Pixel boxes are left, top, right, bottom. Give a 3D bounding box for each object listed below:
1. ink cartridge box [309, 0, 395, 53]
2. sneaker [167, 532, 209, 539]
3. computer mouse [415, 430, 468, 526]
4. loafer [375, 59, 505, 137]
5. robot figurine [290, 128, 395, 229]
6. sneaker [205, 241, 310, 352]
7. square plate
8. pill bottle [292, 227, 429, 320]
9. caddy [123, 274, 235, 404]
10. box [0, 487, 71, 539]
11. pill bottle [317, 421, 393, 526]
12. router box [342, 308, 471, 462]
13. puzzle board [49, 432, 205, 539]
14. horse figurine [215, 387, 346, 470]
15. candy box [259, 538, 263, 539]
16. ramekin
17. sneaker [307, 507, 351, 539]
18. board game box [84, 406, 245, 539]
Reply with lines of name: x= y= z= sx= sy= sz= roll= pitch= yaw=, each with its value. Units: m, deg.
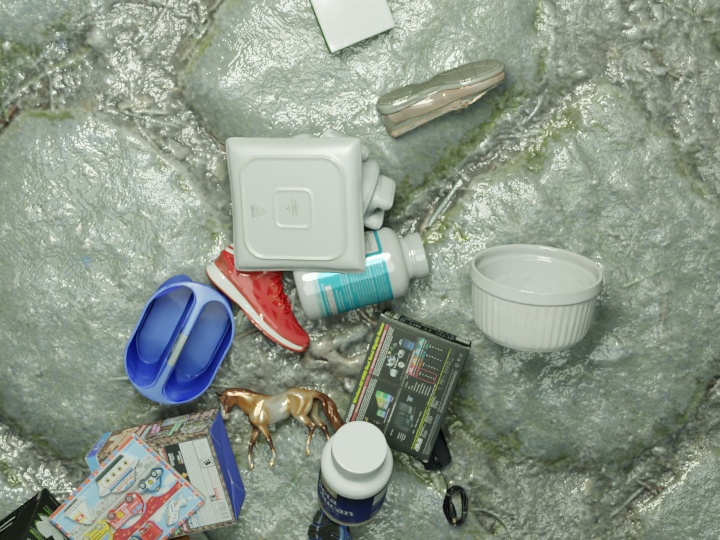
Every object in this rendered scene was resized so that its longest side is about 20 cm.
ink cartridge box: x=-0.033 y=-0.428 z=1.599 sx=0.103 sy=0.059 sz=0.201 roll=-22 pitch=103 yaw=0
sneaker: x=-0.237 y=0.494 z=1.763 sx=0.200 sy=0.085 sz=0.073 roll=43 pitch=101 yaw=-5
computer mouse: x=0.131 y=0.331 z=1.794 sx=0.058 sy=0.034 sz=0.201 roll=-23 pitch=104 yaw=0
loafer: x=0.124 y=-0.258 z=1.653 sx=0.199 sy=0.072 sz=0.063 roll=-17 pitch=120 yaw=6
robot figurine: x=-0.049 y=-0.131 z=1.636 sx=0.199 sy=0.113 sz=0.170 roll=22 pitch=124 yaw=-10
sneaker: x=-0.130 y=0.027 z=1.684 sx=0.200 sy=0.078 sz=0.116 roll=42 pitch=98 yaw=-13
square plate: x=-0.094 y=-0.090 z=1.575 sx=0.197 sy=0.028 sz=0.201 roll=1 pitch=109 yaw=9
pill bottle: x=0.000 y=0.000 z=1.670 sx=0.199 sy=0.111 sz=0.111 roll=-14 pitch=103 yaw=-1
caddy: x=-0.273 y=0.104 z=1.668 sx=0.141 sy=0.105 sz=0.201 roll=25 pitch=103 yaw=-11
box: x=-0.517 y=0.456 z=1.683 sx=0.148 sy=0.200 sz=0.125 roll=-36 pitch=103 yaw=4
pill bottle: x=-0.009 y=0.307 z=1.685 sx=0.110 sy=0.200 sz=0.112 roll=2 pitch=58 yaw=-3
router box: x=0.071 y=0.179 z=1.724 sx=0.149 sy=0.062 sz=0.201 roll=21 pitch=100 yaw=6
puzzle board: x=-0.354 y=0.362 z=1.666 sx=0.151 sy=0.017 sz=0.200 roll=44 pitch=102 yaw=-8
horse figurine: x=-0.119 y=0.234 z=1.735 sx=0.199 sy=0.050 sz=0.133 roll=-14 pitch=81 yaw=9
candy box: x=-0.153 y=0.550 z=1.823 sx=0.102 sy=0.026 sz=0.201 roll=20 pitch=100 yaw=-9
ramekin: x=0.260 y=0.043 z=1.662 sx=0.199 sy=0.200 sz=0.106 roll=1 pitch=111 yaw=-5
sneaker: x=-0.034 y=0.474 z=1.799 sx=0.075 sy=0.078 sz=0.201 roll=-4 pitch=91 yaw=37
board game box: x=-0.299 y=0.322 z=1.712 sx=0.199 sy=0.097 sz=0.160 roll=-13 pitch=103 yaw=6
